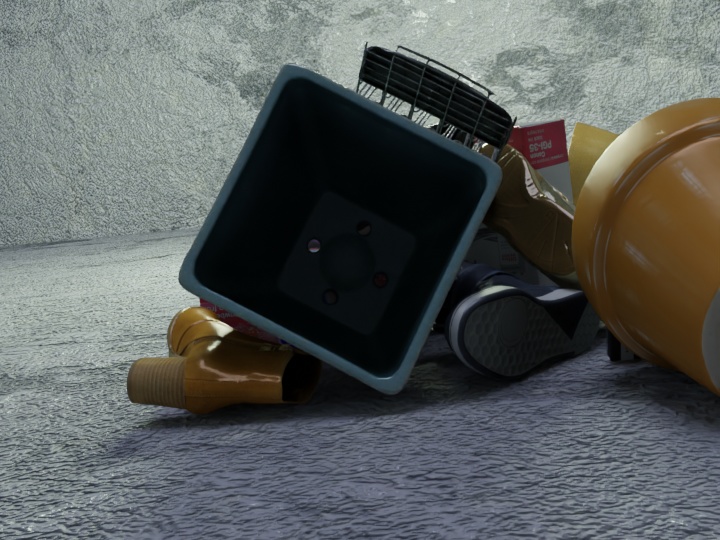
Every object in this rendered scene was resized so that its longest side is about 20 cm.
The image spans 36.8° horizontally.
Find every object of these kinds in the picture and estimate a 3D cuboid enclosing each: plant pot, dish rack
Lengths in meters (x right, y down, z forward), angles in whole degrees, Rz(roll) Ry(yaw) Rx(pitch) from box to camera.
[{"bbox_3d":[0.483,-0.168,2.006,0.196,0.190,0.186,9,11,15],"label":"plant pot"},{"bbox_3d":[0.059,-0.124,0.930,0.151,0.055,0.201,26,-24,5],"label":"dish rack"},{"bbox_3d":[0.265,0.001,0.750,0.196,0.204,0.184,-6,22,-2],"label":"plant pot"},{"bbox_3d":[-0.014,-0.019,0.923,0.194,0.198,0.200,26,-8,5],"label":"plant pot"}]

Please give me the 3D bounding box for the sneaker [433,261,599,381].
[{"bbox_3d":[0.096,0.038,0.928,0.145,0.078,0.201,14,8,38],"label":"sneaker"}]

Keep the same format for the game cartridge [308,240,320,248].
[{"bbox_3d":[0.000,0.000,1.153,0.196,0.135,0.041,-9,30,3],"label":"game cartridge"}]

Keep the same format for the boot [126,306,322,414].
[{"bbox_3d":[-0.101,0.079,0.926,0.141,0.072,0.201,1,11,9],"label":"boot"}]

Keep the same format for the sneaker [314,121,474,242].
[{"bbox_3d":[0.027,-0.103,1.077,0.198,0.081,0.087,-29,-26,-12],"label":"sneaker"}]

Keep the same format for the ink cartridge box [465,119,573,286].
[{"bbox_3d":[0.153,-0.053,1.168,0.145,0.204,0.082,0,11,45],"label":"ink cartridge box"}]

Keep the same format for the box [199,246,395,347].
[{"bbox_3d":[-0.057,0.032,1.076,0.196,0.102,0.096,-6,8,1],"label":"box"}]

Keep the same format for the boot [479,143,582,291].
[{"bbox_3d":[0.189,-0.034,1.046,0.155,0.073,0.200,33,12,-41],"label":"boot"}]

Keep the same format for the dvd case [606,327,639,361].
[{"bbox_3d":[0.295,-0.004,0.866,0.196,0.151,0.016,-6,24,4],"label":"dvd case"}]
